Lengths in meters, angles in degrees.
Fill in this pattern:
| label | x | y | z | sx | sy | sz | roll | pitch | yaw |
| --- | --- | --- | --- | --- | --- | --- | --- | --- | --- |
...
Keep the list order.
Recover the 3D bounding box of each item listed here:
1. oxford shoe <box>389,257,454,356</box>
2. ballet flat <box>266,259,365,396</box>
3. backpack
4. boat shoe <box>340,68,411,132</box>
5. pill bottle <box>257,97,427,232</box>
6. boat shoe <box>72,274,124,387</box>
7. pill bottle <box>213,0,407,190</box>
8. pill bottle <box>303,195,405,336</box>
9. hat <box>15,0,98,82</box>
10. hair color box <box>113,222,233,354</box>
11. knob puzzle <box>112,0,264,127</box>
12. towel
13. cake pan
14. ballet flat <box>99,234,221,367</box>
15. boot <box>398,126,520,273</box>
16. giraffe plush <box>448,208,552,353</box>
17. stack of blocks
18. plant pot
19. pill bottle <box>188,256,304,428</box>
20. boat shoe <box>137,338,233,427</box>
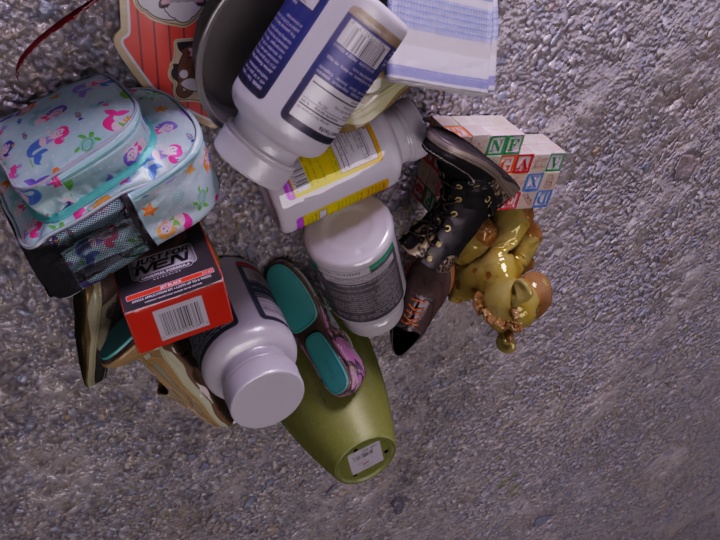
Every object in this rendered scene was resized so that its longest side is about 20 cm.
| label | x | y | z | sx | sy | sz | roll | pitch | yaw |
| --- | --- | --- | --- | --- | --- | --- | --- | --- | --- |
| oxford shoe | 0.086 | 0.049 | 1.056 | 0.070 | 0.073 | 0.201 | 18 | 137 | 5 |
| ballet flat | -0.057 | 0.073 | 0.987 | 0.069 | 0.201 | 0.071 | -35 | 175 | 27 |
| backpack | -0.243 | -0.094 | 0.707 | 0.198 | 0.178 | 0.152 | -28 | 137 | -19 |
| boat shoe | 0.032 | -0.232 | 0.810 | 0.200 | 0.073 | 0.064 | -42 | 120 | -18 |
| pill bottle | -0.022 | -0.129 | 0.859 | 0.198 | 0.105 | 0.105 | -25 | 135 | -11 |
| boat shoe | -0.299 | 0.068 | 0.865 | 0.065 | 0.072 | 0.202 | -10 | 142 | -27 |
| pill bottle | -0.054 | -0.181 | 0.705 | 0.110 | 0.111 | 0.201 | 24 | 110 | -41 |
| pill bottle | 0.000 | 0.000 | 0.956 | 0.112 | 0.114 | 0.201 | -28 | 147 | -7 |
| hat | -0.210 | -0.291 | 0.657 | 0.199 | 0.168 | 0.175 | -20 | 180 | -45 |
| hair color box | -0.211 | -0.016 | 0.770 | 0.100 | 0.201 | 0.062 | -19 | 135 | -16 |
| knob puzzle | -0.149 | -0.236 | 0.748 | 0.217 | 0.031 | 0.222 | -17 | 133 | -19 |
| towel | 0.088 | -0.292 | 0.784 | 0.145 | 0.024 | 0.204 | -1 | 94 | -30 |
| cake pan | -0.087 | -0.230 | 0.751 | 0.199 | 0.037 | 0.202 | -31 | 147 | -22 |
| ballet flat | -0.217 | 0.041 | 0.838 | 0.063 | 0.068 | 0.201 | 52 | 49 | -32 |
| boot | 0.104 | -0.080 | 0.895 | 0.151 | 0.073 | 0.199 | -53 | 150 | 13 |
| giraffe plush | 0.210 | 0.018 | 1.075 | 0.199 | 0.163 | 0.173 | -34 | 136 | -1 |
| stack of blocks | 0.179 | -0.145 | 0.997 | 0.197 | 0.059 | 0.116 | -6 | 128 | -27 |
| plant pot | -0.034 | 0.195 | 1.051 | 0.185 | 0.201 | 0.189 | -16 | 133 | -18 |
| pill bottle | -0.144 | 0.087 | 0.896 | 0.118 | 0.201 | 0.121 | -15 | 132 | -18 |
| boat shoe | -0.240 | 0.149 | 0.996 | 0.075 | 0.072 | 0.201 | -21 | 128 | 6 |
